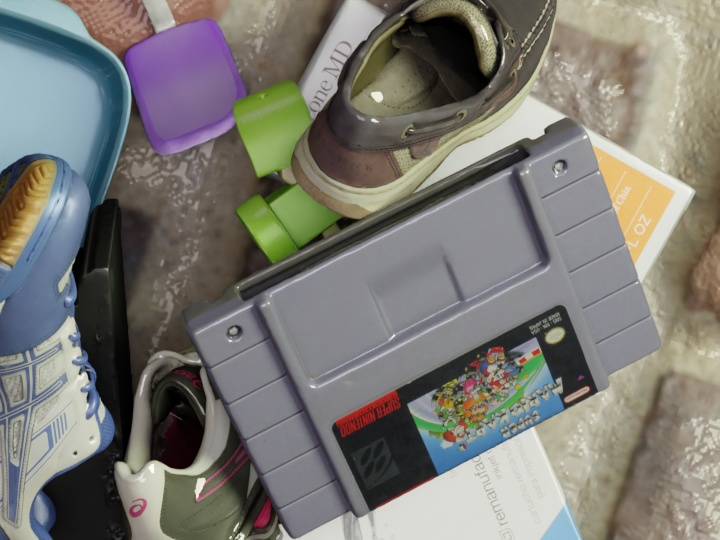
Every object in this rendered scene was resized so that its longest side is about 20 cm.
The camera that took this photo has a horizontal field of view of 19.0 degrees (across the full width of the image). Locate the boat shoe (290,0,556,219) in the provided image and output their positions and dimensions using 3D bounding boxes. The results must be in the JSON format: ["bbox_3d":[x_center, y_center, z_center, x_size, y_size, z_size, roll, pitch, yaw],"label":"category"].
[{"bbox_3d":[0.042,-0.100,1.006,0.072,0.065,0.200,41,51,7],"label":"boat shoe"}]

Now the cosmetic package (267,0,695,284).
[{"bbox_3d":[0.056,-0.047,1.091,0.200,0.071,0.102,29,91,-2],"label":"cosmetic package"}]

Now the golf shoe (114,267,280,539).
[{"bbox_3d":[-0.062,0.060,1.038,0.077,0.200,0.088,-3,134,22],"label":"golf shoe"}]

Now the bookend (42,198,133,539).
[{"bbox_3d":[-0.210,0.078,1.043,0.199,0.092,0.199,-3,113,-2],"label":"bookend"}]

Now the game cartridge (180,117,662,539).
[{"bbox_3d":[0.033,0.030,0.981,0.199,0.038,0.130,-27,115,-6],"label":"game cartridge"}]

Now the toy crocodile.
[{"bbox_3d":[0.000,0.000,1.031,0.067,0.062,0.200,-36,98,-3],"label":"toy crocodile"}]

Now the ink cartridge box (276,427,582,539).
[{"bbox_3d":[0.011,0.157,1.090,0.199,0.086,0.147,-24,91,-3],"label":"ink cartridge box"}]

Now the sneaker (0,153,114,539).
[{"bbox_3d":[-0.145,0.040,0.949,0.088,0.075,0.200,16,119,-16],"label":"sneaker"}]

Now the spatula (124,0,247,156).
[{"bbox_3d":[-0.114,-0.160,1.105,0.056,0.021,0.201,-21,92,0],"label":"spatula"}]

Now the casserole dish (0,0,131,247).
[{"bbox_3d":[-0.191,-0.043,1.097,0.121,0.039,0.201,19,92,-3],"label":"casserole dish"}]
